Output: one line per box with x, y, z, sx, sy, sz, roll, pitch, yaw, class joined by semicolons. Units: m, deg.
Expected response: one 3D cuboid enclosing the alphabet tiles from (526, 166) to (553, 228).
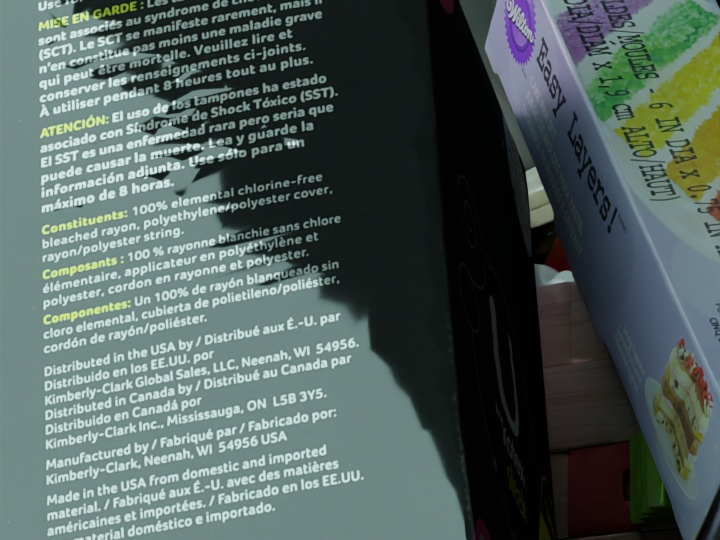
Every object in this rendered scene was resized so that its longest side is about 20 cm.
0.000;0.000;1.009;0.200;0.015;0.196;-24;5;8;alphabet tiles

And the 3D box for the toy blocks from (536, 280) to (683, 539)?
0.061;0.083;0.871;0.137;0.100;0.200;-11;72;39;toy blocks

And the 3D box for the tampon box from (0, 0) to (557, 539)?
-0.022;0.027;0.777;0.126;0.150;0.200;-10;59;10;tampon box

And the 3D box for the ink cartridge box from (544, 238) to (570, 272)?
0.141;-0.047;0.988;0.200;0.050;0.162;-2;51;42;ink cartridge box

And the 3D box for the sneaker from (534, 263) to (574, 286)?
0.018;0.062;0.979;0.200;0.080;0.089;-21;46;37;sneaker

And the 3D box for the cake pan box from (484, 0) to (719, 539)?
0.148;-0.022;0.822;0.184;0.052;0.200;-3;48;-17;cake pan box

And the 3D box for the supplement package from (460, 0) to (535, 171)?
-0.044;-0.068;1.137;0.200;0.121;0.120;-29;38;21;supplement package
